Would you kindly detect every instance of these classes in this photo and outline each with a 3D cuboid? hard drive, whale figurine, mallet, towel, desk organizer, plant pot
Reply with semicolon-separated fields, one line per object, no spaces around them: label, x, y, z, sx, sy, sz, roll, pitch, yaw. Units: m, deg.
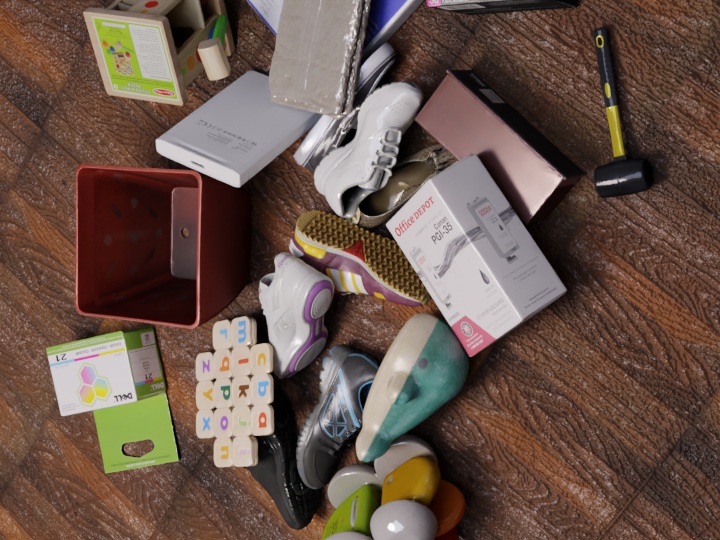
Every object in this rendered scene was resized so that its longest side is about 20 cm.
hard drive;-0.149;-0.186;1.718;0.131;0.200;0.027;24;135;23
whale figurine;0.065;0.155;1.670;0.103;0.159;0.201;26;92;3
mallet;0.290;-0.184;1.580;0.066;0.041;0.201;-18;82;30
towel;-0.048;-0.297;1.678;0.132;0.034;0.201;19;102;37
desk organizer;0.168;-0.152;1.624;0.200;0.072;0.077;45;115;16
plant pot;-0.250;-0.042;1.791;0.199;0.176;0.201;6;99;26

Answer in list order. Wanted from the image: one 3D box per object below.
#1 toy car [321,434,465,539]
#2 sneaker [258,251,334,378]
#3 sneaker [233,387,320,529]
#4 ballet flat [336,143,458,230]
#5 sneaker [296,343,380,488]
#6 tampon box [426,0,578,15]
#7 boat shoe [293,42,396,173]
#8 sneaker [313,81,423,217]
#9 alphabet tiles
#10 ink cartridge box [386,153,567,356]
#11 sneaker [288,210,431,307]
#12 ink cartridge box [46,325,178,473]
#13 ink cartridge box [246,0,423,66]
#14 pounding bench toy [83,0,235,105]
toy car;0.047;0.325;1.707;0.200;0.175;0.150;-35;116;25
sneaker;-0.091;0.058;1.760;0.100;0.075;0.201;39;137;24
sneaker;-0.120;0.261;1.824;0.091;0.076;0.201;-30;72;33
ballet flat;0.046;-0.108;1.704;0.199;0.046;0.068;-25;83;27
sneaker;-0.027;0.202;1.761;0.082;0.073;0.201;21;105;23
tampon box;0.166;-0.409;1.564;0.149;0.126;0.201;1;96;26
boat shoe;-0.007;-0.199;1.715;0.066;0.070;0.200;39;109;-1
sneaker;0.021;-0.148;1.671;0.200;0.074;0.087;-54;40;29
alphabet tiles;-0.171;0.166;1.814;0.195;0.015;0.201;-14;75;53
ink cartridge box;0.135;-0.017;1.609;0.200;0.083;0.147;57;150;7
sneaker;0.000;0.000;1.734;0.199;0.075;0.090;31;140;10
ink cartridge box;-0.356;0.193;1.928;0.147;0.076;0.201;-13;88;28
ink cartridge box;-0.032;-0.365;1.720;0.200;0.047;0.198;-45;76;26
pounding bench toy;-0.227;-0.313;1.755;0.199;0.156;0.125;12;133;26
